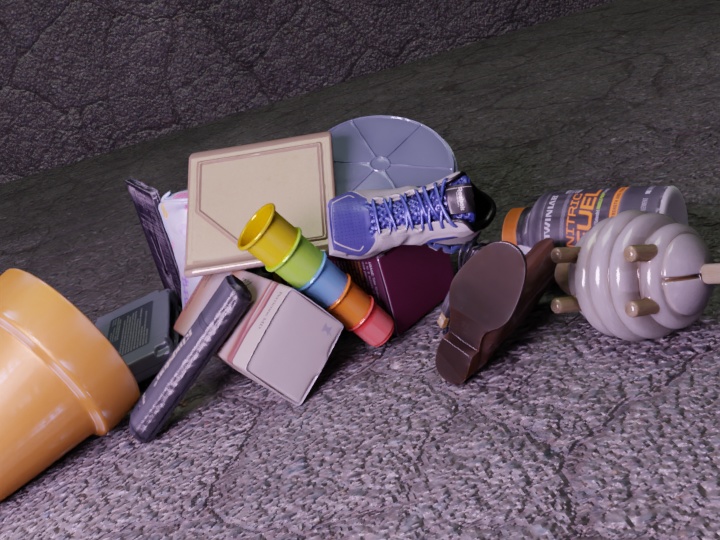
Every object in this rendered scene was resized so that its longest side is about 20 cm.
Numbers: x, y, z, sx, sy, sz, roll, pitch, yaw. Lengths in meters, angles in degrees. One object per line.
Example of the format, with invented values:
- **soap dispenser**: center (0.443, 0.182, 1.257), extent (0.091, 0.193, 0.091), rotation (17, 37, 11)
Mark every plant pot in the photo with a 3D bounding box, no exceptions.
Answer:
- **plant pot**: center (-0.366, 0.134, 0.902), extent (0.198, 0.202, 0.184), rotation (6, 46, 45)

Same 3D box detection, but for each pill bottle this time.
- **pill bottle**: center (0.263, -0.039, 0.987), extent (0.197, 0.108, 0.106), rotation (0, 25, 37)

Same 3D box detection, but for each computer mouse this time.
- **computer mouse**: center (0.137, 0.009, 0.976), extent (0.043, 0.112, 0.200), rotation (19, 16, 14)

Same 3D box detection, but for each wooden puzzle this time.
- **wooden puzzle**: center (-0.118, -0.078, 1.030), extent (0.181, 0.038, 0.203), rotation (-8, 53, 4)

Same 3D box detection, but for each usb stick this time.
- **usb stick**: center (-0.183, 0.093, 0.921), extent (0.201, 0.032, 0.055), rotation (-54, 32, 6)

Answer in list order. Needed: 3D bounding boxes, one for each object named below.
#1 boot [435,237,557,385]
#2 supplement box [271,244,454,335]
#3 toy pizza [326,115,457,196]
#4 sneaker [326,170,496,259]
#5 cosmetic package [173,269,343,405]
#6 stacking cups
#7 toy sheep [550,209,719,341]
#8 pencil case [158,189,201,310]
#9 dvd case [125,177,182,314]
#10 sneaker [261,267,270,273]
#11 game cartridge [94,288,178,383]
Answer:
- **boot**: center (0.163, 0.005, 0.876), extent (0.064, 0.188, 0.199), rotation (40, 46, 17)
- **supplement box**: center (0.000, 0.000, 1.082), extent (0.198, 0.105, 0.130), rotation (3, 26, 44)
- **toy pizza**: center (0.025, -0.124, 1.091), extent (0.196, 0.032, 0.203), rotation (-1, 48, 1)
- **sneaker**: center (0.065, -0.067, 0.931), extent (0.196, 0.082, 0.115), rotation (-3, -14, -22)
- **cosmetic package**: center (-0.121, 0.064, 0.974), extent (0.199, 0.087, 0.105), rotation (14, 70, 54)
- **stacking cups**: center (-0.039, 0.009, 0.936), extent (0.060, 0.199, 0.061), rotation (-40, 26, 25)
- **toy sheep**: center (0.268, 0.006, 0.831), extent (0.137, 0.140, 0.199), rotation (-27, 19, -30)
- **pencil case**: center (-0.203, -0.008, 1.121), extent (0.089, 0.204, 0.083), rotation (-4, 15, 9)
- **dvd case**: center (-0.274, -0.025, 1.209), extent (0.016, 0.203, 0.148), rotation (-23, 21, -22)
- **sneaker**: center (-0.081, -0.046, 1.255), extent (0.075, 0.089, 0.199), rotation (17, -26, -31)
- **game cartridge**: center (-0.302, 0.096, 1.125), extent (0.132, 0.042, 0.200), rotation (-29, 24, 1)
